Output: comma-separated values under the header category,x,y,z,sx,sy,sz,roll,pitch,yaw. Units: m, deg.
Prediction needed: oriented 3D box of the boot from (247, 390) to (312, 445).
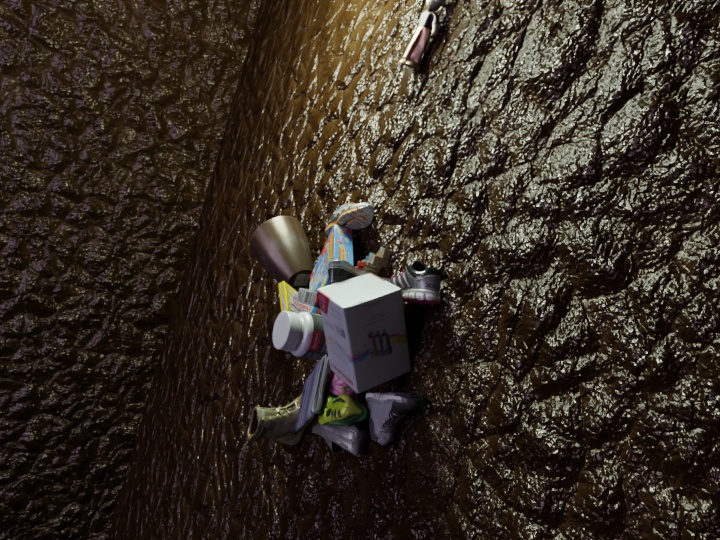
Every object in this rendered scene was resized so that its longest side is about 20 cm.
category,x,y,z,sx,sy,sz,roll,pitch,yaw
boot,-0.211,0.387,1.490,0.201,0.154,0.073,-61,32,17

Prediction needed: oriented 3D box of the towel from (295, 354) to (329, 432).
category,x,y,z,sx,sy,sz,roll,pitch,yaw
towel,-0.121,0.314,1.365,0.200,0.024,0.148,123,161,-55

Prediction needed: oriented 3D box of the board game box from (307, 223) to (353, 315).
category,x,y,z,sx,sy,sz,roll,pitch,yaw
board game box,-0.083,0.011,1.480,0.201,0.055,0.197,-93,26,-54

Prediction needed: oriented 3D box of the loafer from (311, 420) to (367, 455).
category,x,y,z,sx,sy,sz,roll,pitch,yaw
loafer,-0.060,0.408,1.321,0.199,0.069,0.071,-15,55,55

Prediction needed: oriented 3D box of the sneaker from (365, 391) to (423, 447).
category,x,y,z,sx,sy,sz,roll,pitch,yaw
sneaker,0.073,0.319,1.156,0.200,0.074,0.117,156,119,-64

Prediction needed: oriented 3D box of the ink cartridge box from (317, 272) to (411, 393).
category,x,y,z,sx,sy,sz,roll,pitch,yaw
ink cartridge box,0.008,0.133,1.191,0.145,0.143,0.203,27,128,59

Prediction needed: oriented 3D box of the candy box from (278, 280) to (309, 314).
category,x,y,z,sx,sy,sz,roll,pitch,yaw
candy box,-0.153,0.118,1.485,0.026,0.200,0.103,-30,48,15

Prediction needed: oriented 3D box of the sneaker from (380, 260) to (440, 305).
category,x,y,z,sx,sy,sz,roll,pitch,yaw
sneaker,0.111,0.023,1.215,0.199,0.073,0.089,5,78,56

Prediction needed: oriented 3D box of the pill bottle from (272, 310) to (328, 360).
category,x,y,z,sx,sy,sz,roll,pitch,yaw
pill bottle,-0.115,0.170,1.388,0.114,0.198,0.115,-30,53,49

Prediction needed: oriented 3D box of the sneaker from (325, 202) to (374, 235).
category,x,y,z,sx,sy,sz,roll,pitch,yaw
sneaker,-0.031,-0.156,1.521,0.199,0.078,0.078,-20,47,50

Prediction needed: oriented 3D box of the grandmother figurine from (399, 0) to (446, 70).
category,x,y,z,sx,sy,sz,roll,pitch,yaw
grandmother figurine,0.169,-0.636,1.423,0.121,0.060,0.202,39,113,48

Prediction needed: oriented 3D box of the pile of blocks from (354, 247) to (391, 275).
category,x,y,z,sx,sy,sz,roll,pitch,yaw
pile of blocks,0.000,0.000,1.410,0.200,0.062,0.083,-51,38,33

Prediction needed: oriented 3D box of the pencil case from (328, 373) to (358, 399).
category,x,y,z,sx,sy,sz,roll,pitch,yaw
pencil case,-0.021,0.216,1.331,0.082,0.086,0.203,11,85,35

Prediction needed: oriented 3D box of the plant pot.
category,x,y,z,sx,sy,sz,roll,pitch,yaw
plant pot,-0.226,-0.036,1.707,0.188,0.185,0.201,-56,50,27

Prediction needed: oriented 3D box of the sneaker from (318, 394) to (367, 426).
category,x,y,z,sx,sy,sz,roll,pitch,yaw
sneaker,-0.042,0.335,1.263,0.200,0.083,0.075,-32,34,66

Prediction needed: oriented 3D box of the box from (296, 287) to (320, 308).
category,x,y,z,sx,sy,sz,roll,pitch,yaw
box,-0.043,0.085,1.308,0.110,0.198,0.035,9,84,59

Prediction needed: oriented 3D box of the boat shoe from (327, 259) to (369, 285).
category,x,y,z,sx,sy,sz,roll,pitch,yaw
boat shoe,-0.020,0.034,1.305,0.070,0.199,0.065,-9,68,30
